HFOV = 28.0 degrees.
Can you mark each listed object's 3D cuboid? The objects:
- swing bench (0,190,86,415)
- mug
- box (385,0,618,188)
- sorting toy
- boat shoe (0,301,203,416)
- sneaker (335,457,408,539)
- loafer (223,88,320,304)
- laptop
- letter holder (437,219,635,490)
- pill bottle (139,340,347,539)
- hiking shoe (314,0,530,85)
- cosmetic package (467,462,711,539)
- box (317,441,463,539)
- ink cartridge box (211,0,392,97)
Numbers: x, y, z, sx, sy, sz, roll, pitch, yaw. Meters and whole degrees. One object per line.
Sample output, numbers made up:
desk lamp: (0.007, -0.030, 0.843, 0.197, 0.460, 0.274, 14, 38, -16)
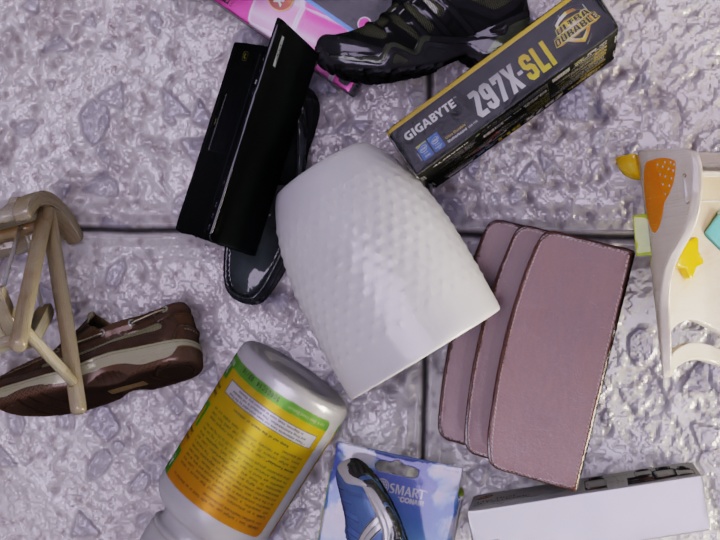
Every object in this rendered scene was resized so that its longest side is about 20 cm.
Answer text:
swing bench: (-0.353, 0.032, 1.250, 0.196, 0.130, 0.202, -15, 56, 8)
mug: (0.000, 0.000, 1.215, 0.147, 0.200, 0.177, -28, 86, -30)
box: (0.121, -0.148, 1.202, 0.199, 0.160, 0.050, -36, 86, 8)
sorting toy: (0.281, -0.006, 1.183, 0.106, 0.198, 0.183, 4, 95, 44)
boat shoe: (-0.238, 0.077, 1.308, 0.199, 0.075, 0.076, -13, 66, 8)
sneaker: (0.011, 0.258, 1.213, 0.076, 0.076, 0.203, -18, 87, 3)
loafer: (-0.084, -0.070, 1.276, 0.067, 0.070, 0.204, 15, 92, 10)
laptop: (-0.111, -0.113, 1.194, 0.199, 0.102, 0.180, 18, 89, 51)
letter holder: (0.142, 0.065, 1.230, 0.140, 0.101, 0.203, 14, 92, 10)
pill bottle: (-0.107, 0.174, 1.260, 0.110, 0.111, 0.201, 33, 94, 7)
hiking shoe: (0.051, -0.219, 1.241, 0.197, 0.076, 0.102, -10, 90, -15)
cosmetic package: (0.193, 0.206, 1.232, 0.197, 0.083, 0.051, -10, 87, 8)
box: (0.019, 0.259, 1.274, 0.120, 0.048, 0.203, 10, 92, 7)
ink cartridge box: (-0.062, -0.250, 1.292, 0.199, 0.037, 0.095, 35, 95, 9)
